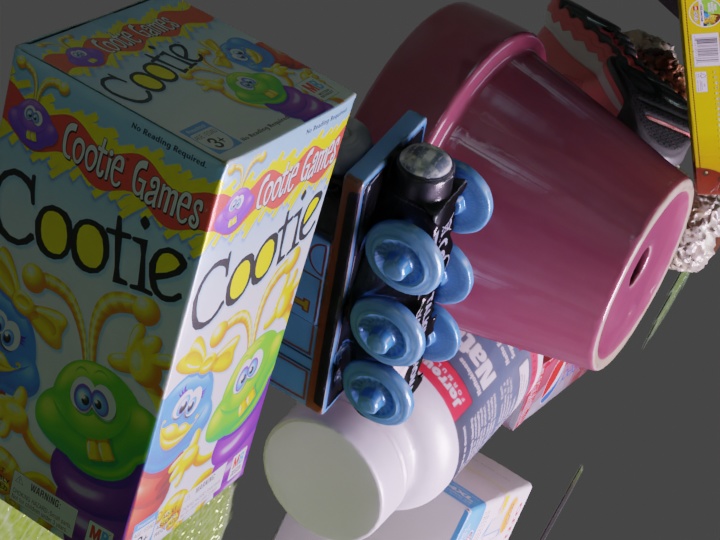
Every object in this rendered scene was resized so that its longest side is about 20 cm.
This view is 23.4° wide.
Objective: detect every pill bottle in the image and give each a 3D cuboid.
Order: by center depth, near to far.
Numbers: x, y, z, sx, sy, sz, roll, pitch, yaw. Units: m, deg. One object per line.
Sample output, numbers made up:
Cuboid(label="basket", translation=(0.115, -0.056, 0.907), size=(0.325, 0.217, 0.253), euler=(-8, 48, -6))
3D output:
Cuboid(label="pill bottle", translation=(0.028, 0.086, 1.143), size=(0.200, 0.119, 0.120), euler=(-42, 153, -47))

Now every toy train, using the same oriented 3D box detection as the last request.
Cuboid(label="toy train", translation=(0.000, 0.000, 0.955), size=(0.087, 0.113, 0.201), euler=(-50, 159, -40))

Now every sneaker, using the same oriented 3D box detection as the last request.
Cuboid(label="sneaker", translation=(0.162, -0.106, 1.175), size=(0.087, 0.073, 0.201), euler=(-57, -152, 22))

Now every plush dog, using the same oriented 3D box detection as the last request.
Cuboid(label="plush dog", translation=(0.208, -0.105, 1.385), size=(0.200, 0.158, 0.174), euler=(-106, -156, -76))

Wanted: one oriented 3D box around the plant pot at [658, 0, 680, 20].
Cuboid(label="plant pot", translation=(0.280, -0.272, 1.223), size=(0.201, 0.176, 0.200), euler=(-58, 162, -10))

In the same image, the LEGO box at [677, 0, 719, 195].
Cuboid(label="LEGO box", translation=(0.230, -0.168, 1.015), size=(0.150, 0.076, 0.201), euler=(-73, 156, -46))

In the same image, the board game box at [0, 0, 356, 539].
Cuboid(label="board game box", translation=(-0.092, 0.005, 0.731), size=(0.105, 0.102, 0.202), euler=(-35, 148, -54))

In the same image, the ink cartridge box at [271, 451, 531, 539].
Cuboid(label="ink cartridge box", translation=(0.034, 0.192, 1.303), size=(0.130, 0.124, 0.200), euler=(-65, 161, 9))

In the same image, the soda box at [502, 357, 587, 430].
Cuboid(label="soda box", translation=(0.151, 0.073, 1.533), size=(0.200, 0.070, 0.064), euler=(-24, 140, -62))

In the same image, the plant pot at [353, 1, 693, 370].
Cuboid(label="plant pot", translation=(0.096, -0.037, 1.060), size=(0.200, 0.178, 0.201), euler=(-50, 158, -29))
